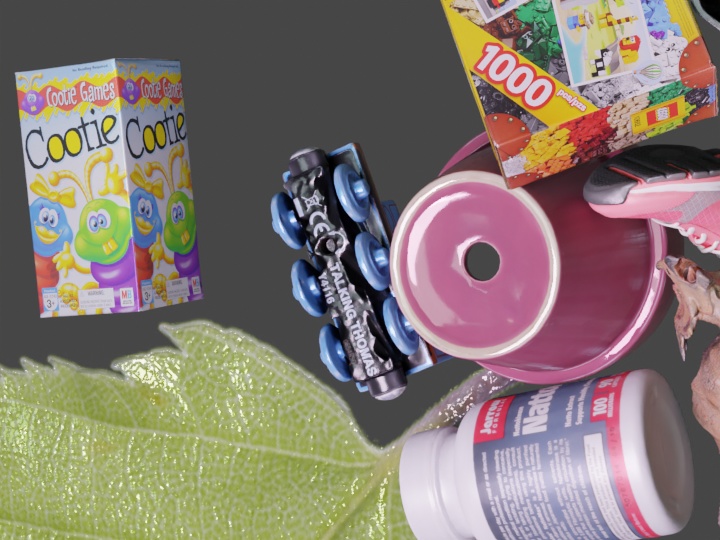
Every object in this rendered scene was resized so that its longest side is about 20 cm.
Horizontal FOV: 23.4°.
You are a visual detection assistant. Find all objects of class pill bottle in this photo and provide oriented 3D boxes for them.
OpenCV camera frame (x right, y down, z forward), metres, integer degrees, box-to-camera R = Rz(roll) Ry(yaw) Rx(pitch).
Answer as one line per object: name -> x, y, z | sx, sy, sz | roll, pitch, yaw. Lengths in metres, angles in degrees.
pill bottle -> 0.135, 0.148, 1.283 | 0.198, 0.119, 0.121 | -14, 89, 26

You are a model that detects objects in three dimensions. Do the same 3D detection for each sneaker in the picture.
sneaker -> 0.247, -0.039, 1.191 | 0.198, 0.074, 0.088 | -5, 108, -17

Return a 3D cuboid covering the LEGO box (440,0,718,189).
LEGO box -> 0.132, -0.176, 1.145 | 0.147, 0.077, 0.202 | -20, 67, 5

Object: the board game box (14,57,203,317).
board game box -> -0.207, -0.069, 1.440 | 0.104, 0.103, 0.203 | -4, 93, 26

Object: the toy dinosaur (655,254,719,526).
toy dinosaur -> 0.264, 0.077, 1.235 | 0.135, 0.085, 0.202 | 29, 131, 33

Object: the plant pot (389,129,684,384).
plant pot -> 0.113, -0.011, 1.246 | 0.198, 0.179, 0.203 | 3, 96, 27

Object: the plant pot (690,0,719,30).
plant pot -> 0.362, -0.192, 1.107 | 0.200, 0.177, 0.200 | 40, 110, 16

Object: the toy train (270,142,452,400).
toy train -> 0.000, 0.000, 1.339 | 0.086, 0.114, 0.202 | -22, 85, 23
